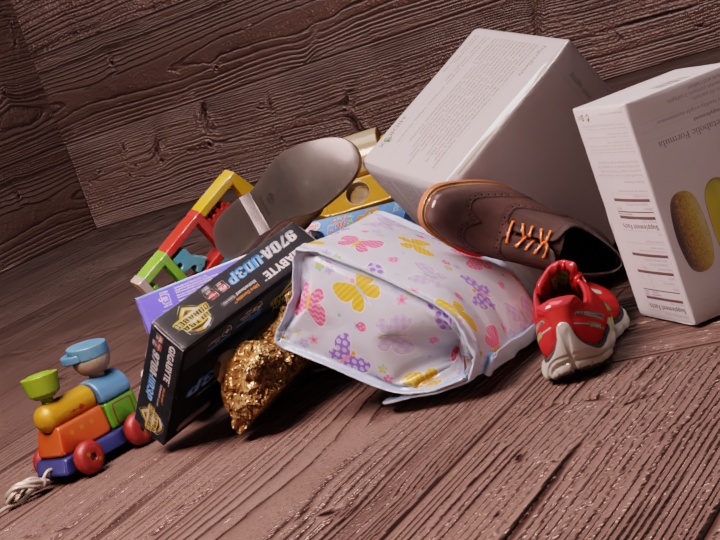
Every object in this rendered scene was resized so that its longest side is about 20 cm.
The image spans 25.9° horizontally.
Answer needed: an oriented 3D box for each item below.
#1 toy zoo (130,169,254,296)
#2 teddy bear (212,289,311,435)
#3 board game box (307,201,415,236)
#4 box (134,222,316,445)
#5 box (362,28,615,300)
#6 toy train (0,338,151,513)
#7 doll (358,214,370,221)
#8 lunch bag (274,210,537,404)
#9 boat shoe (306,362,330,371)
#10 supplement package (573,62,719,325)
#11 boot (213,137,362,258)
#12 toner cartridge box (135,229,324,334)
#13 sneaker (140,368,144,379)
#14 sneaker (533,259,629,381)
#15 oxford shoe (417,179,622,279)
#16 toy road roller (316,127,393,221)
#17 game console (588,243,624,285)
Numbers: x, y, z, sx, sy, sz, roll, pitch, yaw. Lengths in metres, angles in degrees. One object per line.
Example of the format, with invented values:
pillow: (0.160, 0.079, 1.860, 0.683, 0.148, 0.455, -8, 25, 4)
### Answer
toy zoo: (-0.155, -0.021, 1.779, 0.020, 0.131, 0.200, 19, 65, 49)
teddy bear: (-0.080, 0.076, 1.522, 0.200, 0.067, 0.145, -46, -6, -36)
board game box: (0.017, -0.009, 1.778, 0.200, 0.151, 0.037, -13, 50, 38)
box: (-0.129, 0.060, 1.530, 0.200, 0.046, 0.159, -38, -22, -37)
box: (0.157, -0.105, 1.582, 0.200, 0.199, 0.171, -50, 30, -9)
toy train: (-0.307, 0.152, 1.558, 0.085, 0.116, 0.200, -11, 12, 42)
doll: (0.000, 0.000, 1.669, 0.136, 0.048, 0.200, -28, -16, -21)
lunch bag: (0.050, 0.042, 1.430, 0.200, 0.127, 0.170, 20, 23, 20)
boat shoe: (-0.026, 0.079, 1.645, 0.200, 0.057, 0.067, -12, 50, 54)
supplement package: (0.284, -0.067, 1.367, 0.114, 0.200, 0.110, -22, 9, -13)
boot: (-0.064, -0.078, 1.651, 0.200, 0.074, 0.075, -33, -20, 32)
toner cartridge box: (-0.131, 0.013, 1.666, 0.200, 0.043, 0.095, -21, -2, 7)
sneaker: (-0.170, 0.086, 1.673, 0.090, 0.078, 0.200, -58, -1, 16)
sneaker: (0.187, 0.029, 1.365, 0.077, 0.085, 0.200, -17, 9, 12)
oxford shoe: (0.149, -0.037, 1.428, 0.200, 0.071, 0.073, 12, 4, -23)
toy road roller: (0.017, -0.064, 1.976, 0.123, 0.200, 0.146, -16, -27, 11)
game console: (0.191, -0.037, 1.674, 0.200, 0.176, 0.116, -11, -16, 40)
